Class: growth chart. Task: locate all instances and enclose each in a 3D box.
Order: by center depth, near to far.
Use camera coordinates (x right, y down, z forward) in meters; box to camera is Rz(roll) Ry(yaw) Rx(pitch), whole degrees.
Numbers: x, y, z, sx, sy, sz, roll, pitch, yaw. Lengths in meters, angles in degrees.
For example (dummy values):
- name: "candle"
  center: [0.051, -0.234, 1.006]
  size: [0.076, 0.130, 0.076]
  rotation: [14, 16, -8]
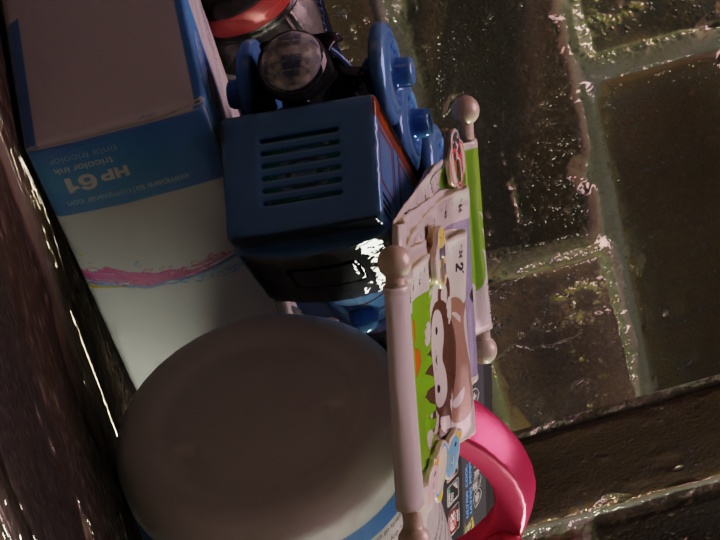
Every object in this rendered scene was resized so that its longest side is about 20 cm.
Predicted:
- name: "growth chart"
  center: [0.033, 0.024, 1.048]
  size: [0.200, 0.018, 0.145]
  rotation: [-61, 147, -65]

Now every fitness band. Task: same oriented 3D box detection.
- name: "fitness band"
  center: [-0.002, 0.115, 1.207]
  size: [0.144, 0.200, 0.037]
  rotation: [35, 46, -13]

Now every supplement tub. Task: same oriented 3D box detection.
- name: "supplement tub"
  center: [-0.023, 0.129, 1.102]
  size: [0.132, 0.132, 0.200]
  rotation: [-105, 179, -48]

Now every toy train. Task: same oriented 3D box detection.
- name: "toy train"
  center: [-0.006, -0.031, 1.105]
  size: [0.200, 0.087, 0.114]
  rotation: [58, 28, -65]

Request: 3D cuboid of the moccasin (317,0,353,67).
- name: "moccasin"
  center: [-0.004, -0.066, 1.379]
  size: [0.080, 0.068, 0.200]
  rotation: [42, 36, -84]

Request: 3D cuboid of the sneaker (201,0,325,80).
- name: "sneaker"
  center: [-0.088, -0.134, 1.273]
  size: [0.200, 0.071, 0.098]
  rotation: [17, -27, 49]

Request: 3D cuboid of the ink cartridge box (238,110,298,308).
- name: "ink cartridge box"
  center: [-0.050, -0.018, 1.372]
  size: [0.198, 0.043, 0.200]
  rotation: [71, 10, -66]

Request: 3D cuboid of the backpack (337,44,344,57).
- name: "backpack"
  center: [-0.088, -0.132, 1.692]
  size: [0.154, 0.163, 0.200]
  rotation: [147, -79, -82]

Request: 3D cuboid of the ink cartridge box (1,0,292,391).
- name: "ink cartridge box"
  center: [-0.097, -0.054, 1.145]
  size: [0.200, 0.085, 0.145]
  rotation: [71, 4, -51]

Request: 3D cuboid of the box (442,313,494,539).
- name: "box"
  center: [0.014, 0.147, 1.378]
  size: [0.198, 0.050, 0.200]
  rotation: [-40, 135, -53]

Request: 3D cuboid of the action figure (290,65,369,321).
- name: "action figure"
  center: [0.000, 0.000, 1.273]
  size: [0.130, 0.069, 0.200]
  rotation: [64, 18, -78]
